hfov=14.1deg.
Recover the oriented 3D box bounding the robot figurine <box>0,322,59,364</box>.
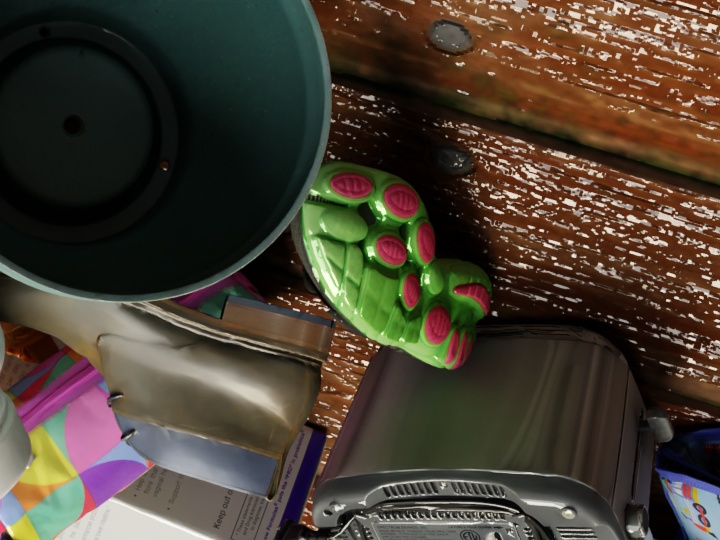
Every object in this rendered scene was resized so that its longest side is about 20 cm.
[{"bbox_3d":[-0.265,0.053,1.596,0.200,0.145,0.058,-14,104,44],"label":"robot figurine"}]

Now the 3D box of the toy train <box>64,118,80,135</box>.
[{"bbox_3d":[-0.196,-0.033,1.544,0.116,0.085,0.200,6,148,-10],"label":"toy train"}]

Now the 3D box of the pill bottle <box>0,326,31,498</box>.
[{"bbox_3d":[-0.240,0.025,1.396,0.120,0.120,0.200,-7,122,29],"label":"pill bottle"}]

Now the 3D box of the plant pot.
[{"bbox_3d":[-0.127,-0.077,1.392,0.200,0.200,0.134,30,166,-11],"label":"plant pot"}]

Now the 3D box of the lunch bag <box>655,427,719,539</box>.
[{"bbox_3d":[0.254,0.152,1.564,0.200,0.094,0.151,8,141,39],"label":"lunch bag"}]

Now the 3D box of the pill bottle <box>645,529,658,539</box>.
[{"bbox_3d":[0.151,0.220,1.621,0.116,0.116,0.200,-11,128,32],"label":"pill bottle"}]

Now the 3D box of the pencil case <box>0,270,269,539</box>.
[{"bbox_3d":[-0.131,0.070,1.528,0.088,0.200,0.088,46,162,20],"label":"pencil case"}]

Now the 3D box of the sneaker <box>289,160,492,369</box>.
[{"bbox_3d":[0.000,0.000,1.457,0.084,0.077,0.200,15,165,24],"label":"sneaker"}]

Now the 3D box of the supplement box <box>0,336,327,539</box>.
[{"bbox_3d":[-0.135,0.119,1.658,0.200,0.103,0.101,22,141,-4],"label":"supplement box"}]

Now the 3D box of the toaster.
[{"bbox_3d":[0.063,0.105,1.541,0.200,0.129,0.114,-3,134,24],"label":"toaster"}]

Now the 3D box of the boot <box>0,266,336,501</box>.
[{"bbox_3d":[-0.119,0.051,1.453,0.200,0.097,0.075,11,177,4],"label":"boot"}]
